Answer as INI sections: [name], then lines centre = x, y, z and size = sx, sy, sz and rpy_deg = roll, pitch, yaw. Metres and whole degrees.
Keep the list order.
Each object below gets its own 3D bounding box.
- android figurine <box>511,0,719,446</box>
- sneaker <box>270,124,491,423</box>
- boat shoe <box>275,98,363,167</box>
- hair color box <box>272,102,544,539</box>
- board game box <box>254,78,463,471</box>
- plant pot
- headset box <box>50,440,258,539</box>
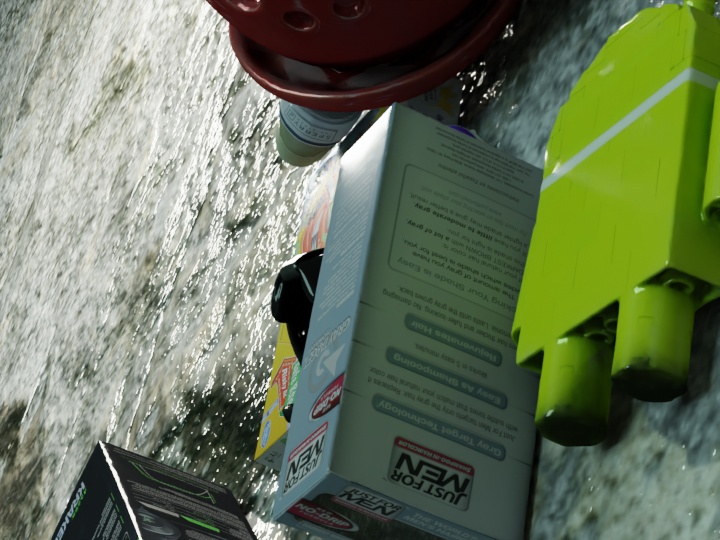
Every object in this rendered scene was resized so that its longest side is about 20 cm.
[android figurine]
centre = 0.118, -0.029, 0.999
size = 0.182, 0.041, 0.201
rpy_deg = -41, 32, 54
[sneaker]
centre = 0.009, 0.004, 1.172
size = 0.070, 0.099, 0.201
rpy_deg = -35, 37, 55
[boat shoe]
centre = -0.005, -0.147, 1.404
size = 0.200, 0.072, 0.062
rpy_deg = -62, 8, -34
[hair color box]
centre = 0.030, 0.033, 1.081
size = 0.061, 0.099, 0.201
rpy_deg = -43, 30, 50
[board game box]
centre = 0.000, 0.000, 1.311
size = 0.134, 0.034, 0.201
rpy_deg = -45, 28, 49
[plant pot]
centre = -0.007, -0.201, 1.268
size = 0.200, 0.183, 0.201
rpy_deg = -13, 48, 15
[headset box]
centre = -0.127, 0.216, 1.325
size = 0.175, 0.093, 0.200
rpy_deg = -65, 19, 8
